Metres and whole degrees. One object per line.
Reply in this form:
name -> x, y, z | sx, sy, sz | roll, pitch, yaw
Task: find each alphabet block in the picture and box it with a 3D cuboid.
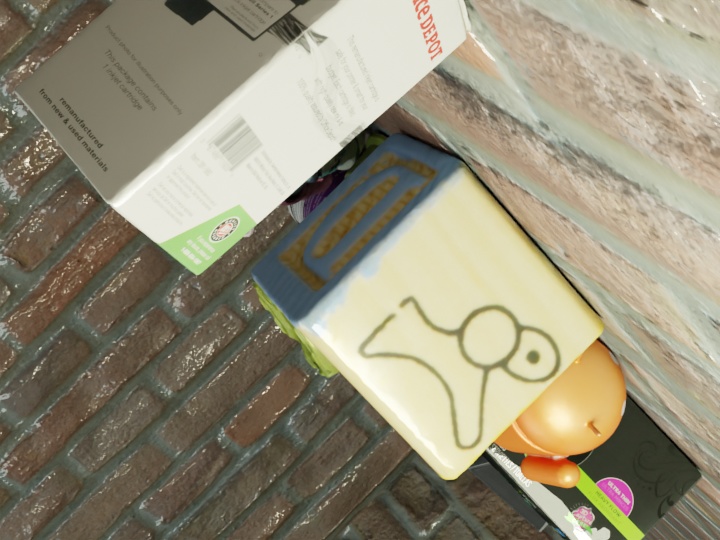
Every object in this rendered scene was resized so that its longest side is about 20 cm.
alphabet block -> 0.053, 0.025, 1.252 | 0.200, 0.195, 0.196 | 47, 179, -20

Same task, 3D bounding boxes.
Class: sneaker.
sneaker -> -0.052, -0.125, 1.429 | 0.077, 0.087, 0.200 | 6, 168, 17

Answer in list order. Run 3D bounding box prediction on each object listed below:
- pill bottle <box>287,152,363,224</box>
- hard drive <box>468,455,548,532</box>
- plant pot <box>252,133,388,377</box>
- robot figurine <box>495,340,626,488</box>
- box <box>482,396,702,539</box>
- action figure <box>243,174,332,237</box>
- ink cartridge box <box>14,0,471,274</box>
pill bottle -> -0.011, -0.073, 1.649 | 0.112, 0.112, 0.200 | 47, 177, -42
hard drive -> 0.202, 0.183, 1.664 | 0.135, 0.200, 0.042 | 42, 136, -17
plant pot -> 0.000, 0.000, 1.434 | 0.200, 0.190, 0.200 | 50, 171, 11
robot figurine -> 0.176, 0.118, 1.360 | 0.116, 0.144, 0.200 | 34, 166, -9
box -> 0.227, 0.191, 1.524 | 0.200, 0.149, 0.124 | 45, 176, -1
action figure -> -0.106, -0.107, 1.566 | 0.134, 0.149, 0.200 | 30, 180, -29
ink cartridge box -> -0.050, -0.105, 0.725 | 0.084, 0.200, 0.146 | 48, 178, 16
